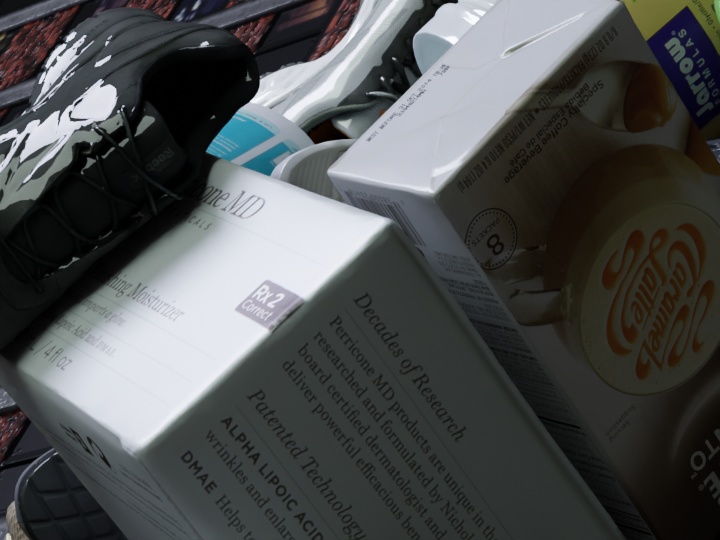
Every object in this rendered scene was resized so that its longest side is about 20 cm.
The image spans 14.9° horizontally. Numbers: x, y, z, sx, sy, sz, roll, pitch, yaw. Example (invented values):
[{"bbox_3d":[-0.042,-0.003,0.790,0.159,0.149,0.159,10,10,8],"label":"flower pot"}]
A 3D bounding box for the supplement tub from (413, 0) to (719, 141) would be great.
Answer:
[{"bbox_3d":[0.138,-0.129,1.312,0.200,0.146,0.145,-41,26,-11],"label":"supplement tub"}]

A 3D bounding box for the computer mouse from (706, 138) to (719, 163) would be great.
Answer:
[{"bbox_3d":[0.179,-0.033,1.133,0.200,0.138,0.053,28,92,53],"label":"computer mouse"}]

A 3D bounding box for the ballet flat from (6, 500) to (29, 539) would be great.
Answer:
[{"bbox_3d":[-0.126,0.158,1.255,0.046,0.067,0.200,-48,32,-4],"label":"ballet flat"}]

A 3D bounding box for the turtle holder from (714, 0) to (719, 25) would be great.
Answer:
[{"bbox_3d":[0.240,-0.111,1.172,0.141,0.132,0.185,-45,28,-21],"label":"turtle holder"}]

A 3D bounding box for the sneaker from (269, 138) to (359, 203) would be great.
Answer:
[{"bbox_3d":[0.000,0.000,1.250,0.118,0.200,0.074,-21,68,36],"label":"sneaker"}]

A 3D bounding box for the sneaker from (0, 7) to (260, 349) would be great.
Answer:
[{"bbox_3d":[-0.117,-0.035,1.096,0.091,0.076,0.200,4,49,49],"label":"sneaker"}]

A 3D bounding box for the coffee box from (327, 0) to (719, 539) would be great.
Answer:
[{"bbox_3d":[0.093,0.004,1.078,0.114,0.200,0.080,-45,28,-19],"label":"coffee box"}]

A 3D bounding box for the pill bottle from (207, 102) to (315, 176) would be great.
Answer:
[{"bbox_3d":[-0.095,-0.007,1.286,0.110,0.111,0.200,-21,6,28],"label":"pill bottle"}]

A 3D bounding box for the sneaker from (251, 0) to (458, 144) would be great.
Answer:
[{"bbox_3d":[0.016,-0.101,1.437,0.200,0.074,0.079,-42,35,1],"label":"sneaker"}]

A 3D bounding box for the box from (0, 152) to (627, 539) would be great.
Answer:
[{"bbox_3d":[-0.022,0.077,1.096,0.131,0.200,0.199,-42,24,-13],"label":"box"}]

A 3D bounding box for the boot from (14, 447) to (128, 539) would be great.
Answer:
[{"bbox_3d":[-0.100,0.088,1.295,0.199,0.070,0.131,-17,9,-37],"label":"boot"}]
